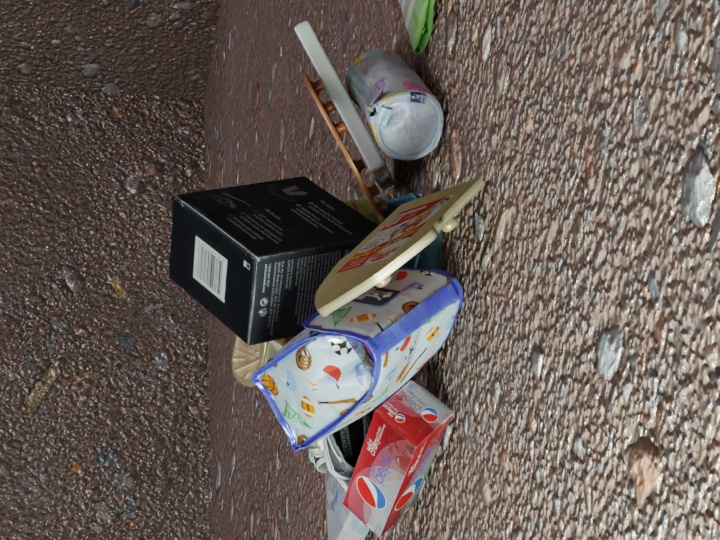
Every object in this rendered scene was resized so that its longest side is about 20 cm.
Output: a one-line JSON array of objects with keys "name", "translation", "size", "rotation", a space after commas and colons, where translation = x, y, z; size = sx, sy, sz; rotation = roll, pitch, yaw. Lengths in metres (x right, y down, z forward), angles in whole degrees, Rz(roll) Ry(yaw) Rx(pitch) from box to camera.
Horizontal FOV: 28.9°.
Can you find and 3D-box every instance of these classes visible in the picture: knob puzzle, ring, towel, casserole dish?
[{"name": "knob puzzle", "translation": [0.029, -0.012, 1.462], "size": [0.031, 0.219, 0.220], "rotation": [52, 174, -12]}, {"name": "ring", "translation": [-0.014, -0.145, 1.663], "size": [0.202, 0.019, 0.200], "rotation": [62, -177, -5]}, {"name": "towel", "translation": [0.073, -0.383, 1.708], "size": [0.150, 0.030, 0.202], "rotation": [102, 163, -46]}, {"name": "casserole dish", "translation": [0.060, -0.026, 1.645], "size": [0.200, 0.038, 0.123], "rotation": [169, 104, -77]}]

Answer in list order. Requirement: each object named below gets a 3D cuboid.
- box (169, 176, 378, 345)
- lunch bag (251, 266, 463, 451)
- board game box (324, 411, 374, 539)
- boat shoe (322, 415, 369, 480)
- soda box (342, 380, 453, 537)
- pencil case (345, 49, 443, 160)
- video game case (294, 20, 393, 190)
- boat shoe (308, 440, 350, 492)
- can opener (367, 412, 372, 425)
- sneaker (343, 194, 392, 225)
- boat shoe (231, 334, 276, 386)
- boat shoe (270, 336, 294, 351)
[{"name": "box", "translation": [-0.099, -0.017, 1.688], "size": [0.196, 0.198, 0.119], "rotation": [35, 126, 46]}, {"name": "lunch bag", "translation": [0.004, 0.082, 1.497], "size": [0.125, 0.169, 0.200], "rotation": [55, 138, 1]}, {"name": "board game box", "translation": [-0.011, 0.259, 1.889], "size": [0.201, 0.043, 0.201], "rotation": [111, 160, -55]}, {"name": "boat shoe", "translation": [-0.027, 0.145, 1.656], "size": [0.068, 0.071, 0.203], "rotation": [120, 143, -69]}, {"name": "soda box", "translation": [0.039, 0.213, 1.564], "size": [0.063, 0.070, 0.201], "rotation": [39, 142, 19]}, {"name": "pencil case", "translation": [0.037, -0.201, 1.667], "size": [0.200, 0.089, 0.084], "rotation": [-112, 28, -64]}, {"name": "video game case", "translation": [-0.017, -0.202, 1.748], "size": [0.202, 0.023, 0.182], "rotation": [62, -177, 6]}, {"name": "boat shoe", "translation": [-0.032, 0.217, 1.709], "size": [0.200, 0.067, 0.074], "rotation": [41, 156, 29]}, {"name": "can opener", "translation": [-0.010, 0.163, 1.770], "size": [0.053, 0.066, 0.203], "rotation": [55, -162, -78]}, {"name": "sneaker", "translation": [0.000, 0.000, 1.793], "size": [0.078, 0.089, 0.203], "rotation": [126, 144, -65]}, {"name": "boat shoe", "translation": [-0.126, 0.061, 1.929], "size": [0.065, 0.071, 0.203], "rotation": [-15, -58, -62]}, {"name": "boat shoe", "translation": [-0.074, 0.107, 1.803], "size": [0.200, 0.070, 0.070], "rotation": [-137, 26, -74]}]
